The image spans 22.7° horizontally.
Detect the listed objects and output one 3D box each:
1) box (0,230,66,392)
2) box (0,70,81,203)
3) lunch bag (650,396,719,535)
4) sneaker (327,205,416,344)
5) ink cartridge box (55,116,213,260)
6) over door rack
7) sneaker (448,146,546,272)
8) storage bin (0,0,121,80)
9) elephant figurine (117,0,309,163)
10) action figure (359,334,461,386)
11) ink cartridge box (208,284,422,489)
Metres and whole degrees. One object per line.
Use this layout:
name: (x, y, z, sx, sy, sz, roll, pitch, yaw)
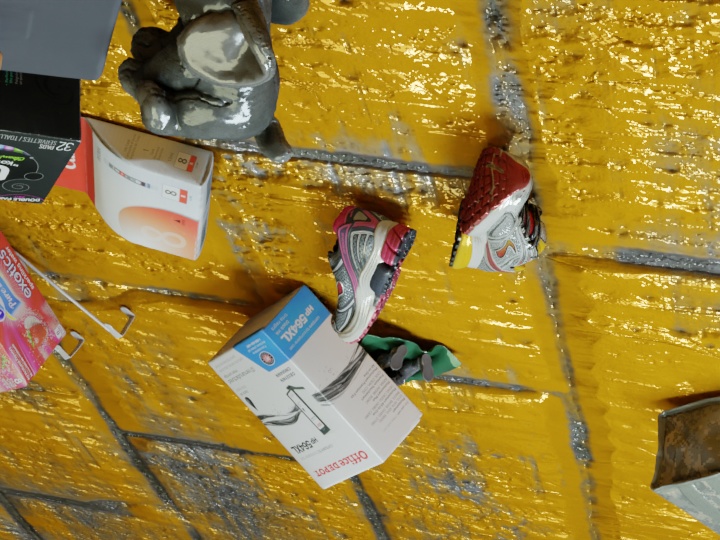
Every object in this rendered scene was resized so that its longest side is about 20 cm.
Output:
box: (-0.424, 0.029, 1.960, 0.095, 0.100, 0.201, -12, 119, 31)
box: (-0.359, -0.151, 1.581, 0.198, 0.125, 0.149, 5, 158, -22)
lunch bag: (0.440, 0.209, 1.911, 0.164, 0.118, 0.199, 34, 142, -32)
sneaker: (0.000, 0.000, 1.798, 0.074, 0.081, 0.200, 29, 146, 6)
ink cartridge box: (-0.248, -0.087, 1.784, 0.198, 0.050, 0.162, 13, 153, -1)
over door rack: (-0.385, 0.049, 2.100, 0.199, 0.067, 0.147, 31, 151, -27)
sneaker: (0.134, -0.052, 1.630, 0.081, 0.078, 0.200, 11, 163, -1)
storage bin: (-0.260, -0.226, 1.441, 0.133, 0.147, 0.200, 10, 155, -11)
elephant figurine: (-0.108, -0.199, 1.423, 0.154, 0.142, 0.200, -3, 147, -31)
action figure: (0.017, 0.122, 2.044, 0.117, 0.055, 0.200, 22, 157, -18)
ink cartridge box: (-0.051, 0.132, 1.980, 0.200, 0.084, 0.146, 48, 145, -7)
